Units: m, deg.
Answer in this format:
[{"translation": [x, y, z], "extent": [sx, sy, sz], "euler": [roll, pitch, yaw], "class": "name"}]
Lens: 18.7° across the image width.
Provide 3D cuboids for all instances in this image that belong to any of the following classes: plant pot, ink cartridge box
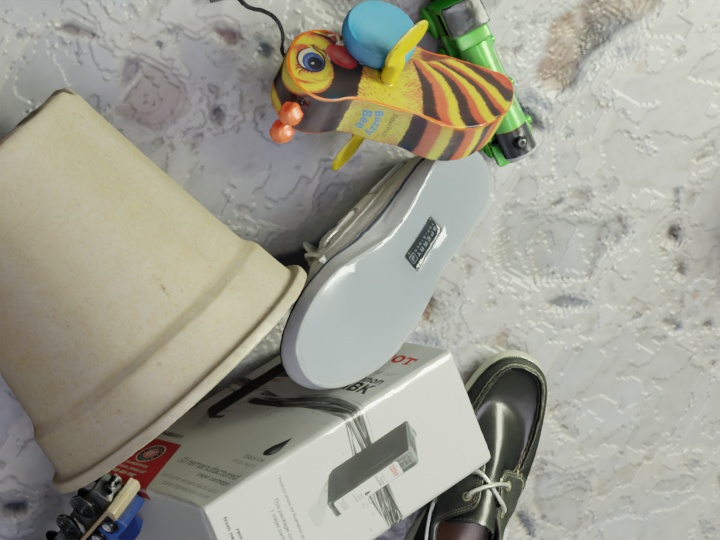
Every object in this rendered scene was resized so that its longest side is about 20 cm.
[{"translation": [-0.166, -0.001, 1.314], "extent": [0.200, 0.200, 0.184], "euler": [-41, 99, -3], "class": "plant pot"}, {"translation": [-0.042, 0.121, 1.360], "extent": [0.200, 0.144, 0.084], "euler": [-30, 111, -29], "class": "ink cartridge box"}]

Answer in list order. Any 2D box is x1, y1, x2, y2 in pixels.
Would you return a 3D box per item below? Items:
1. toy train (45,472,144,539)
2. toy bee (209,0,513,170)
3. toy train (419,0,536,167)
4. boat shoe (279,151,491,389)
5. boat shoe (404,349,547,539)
[{"translation": [-0.178, 0.178, 1.356], "extent": [0.046, 0.200, 0.034], "euler": [37, 51, -2], "class": "toy train"}, {"translation": [-0.011, -0.108, 1.344], "extent": [0.200, 0.109, 0.131], "euler": [11, 140, 12], "class": "toy bee"}, {"translation": [0.065, -0.154, 1.398], "extent": [0.042, 0.056, 0.200], "euler": [-29, 109, -7], "class": "toy train"}, {"translation": [-0.002, -0.004, 1.384], "extent": [0.075, 0.086, 0.202], "euler": [50, 58, -26], "class": "boat shoe"}, {"translation": [0.082, 0.153, 1.476], "extent": [0.072, 0.068, 0.200], "euler": [20, 96, -18], "class": "boat shoe"}]
